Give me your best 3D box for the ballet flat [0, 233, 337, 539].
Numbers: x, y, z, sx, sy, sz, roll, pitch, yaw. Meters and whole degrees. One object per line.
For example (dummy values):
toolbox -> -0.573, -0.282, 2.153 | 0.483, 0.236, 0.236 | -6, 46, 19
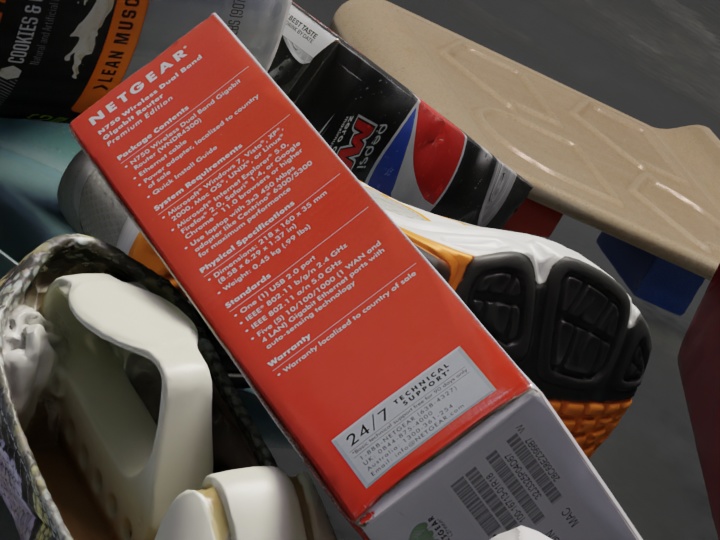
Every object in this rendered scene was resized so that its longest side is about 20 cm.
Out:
ballet flat -> -0.040, 0.059, 0.656 | 0.072, 0.072, 0.201 | 17, 26, -39

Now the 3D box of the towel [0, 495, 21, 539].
towel -> -0.082, 0.065, 0.720 | 0.199, 0.024, 0.147 | 14, 25, -40

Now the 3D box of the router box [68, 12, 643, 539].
router box -> 0.025, 0.055, 0.733 | 0.200, 0.049, 0.180 | 54, -2, -39

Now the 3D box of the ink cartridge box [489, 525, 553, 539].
ink cartridge box -> 0.020, 0.150, 0.425 | 0.086, 0.147, 0.200 | 29, 17, -11

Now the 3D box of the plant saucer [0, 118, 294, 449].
plant saucer -> -0.074, -0.003, 0.912 | 0.199, 0.028, 0.200 | 30, 14, -8

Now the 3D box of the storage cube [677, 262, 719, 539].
storage cube -> 0.227, 0.026, 1.034 | 0.199, 0.172, 0.180 | 15, 25, -9

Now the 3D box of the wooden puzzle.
wooden puzzle -> 0.090, -0.042, 1.304 | 0.199, 0.047, 0.185 | 18, 20, -23

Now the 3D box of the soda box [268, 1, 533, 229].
soda box -> -0.012, -0.044, 1.006 | 0.071, 0.063, 0.200 | 38, 4, 24

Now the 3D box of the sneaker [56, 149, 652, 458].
sneaker -> 0.000, 0.000, 0.867 | 0.199, 0.076, 0.092 | 23, 13, -38

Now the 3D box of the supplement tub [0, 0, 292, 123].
supplement tub -> -0.125, -0.106, 0.830 | 0.199, 0.123, 0.123 | 4, 26, -23
